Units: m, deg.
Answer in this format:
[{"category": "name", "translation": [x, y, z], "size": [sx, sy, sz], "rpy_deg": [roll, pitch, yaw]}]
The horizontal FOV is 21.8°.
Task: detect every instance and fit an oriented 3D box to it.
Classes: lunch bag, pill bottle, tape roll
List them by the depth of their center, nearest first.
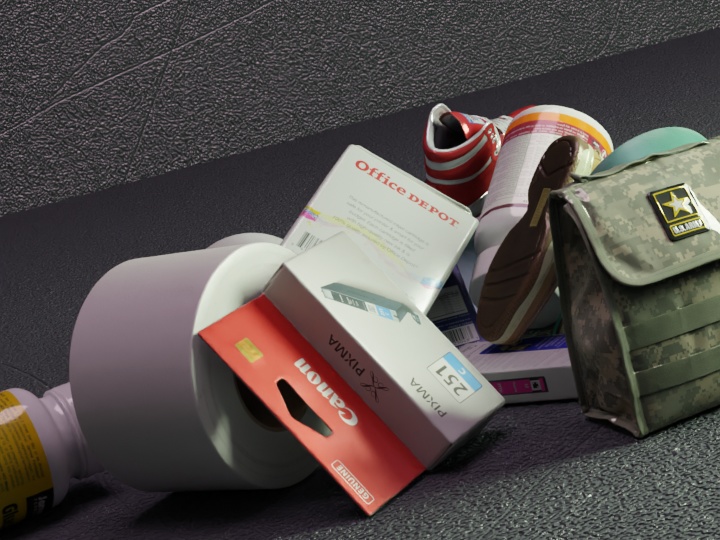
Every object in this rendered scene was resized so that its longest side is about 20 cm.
[{"category": "lunch bag", "translation": [0.244, 0.005, 1.461], "size": [0.164, 0.201, 0.118], "rpy_deg": [-18, 12, -18]}, {"category": "tape roll", "translation": [-0.124, 0.083, 1.558], "size": [0.139, 0.203, 0.203], "rpy_deg": [-7, 14, 37]}, {"category": "pill bottle", "translation": [-0.326, 0.170, 1.623], "size": [0.200, 0.113, 0.112], "rpy_deg": [-21, 13, -26]}, {"category": "pill bottle", "translation": [0.170, -0.051, 1.780], "size": [0.109, 0.110, 0.200], "rpy_deg": [-7, 49, 34]}]

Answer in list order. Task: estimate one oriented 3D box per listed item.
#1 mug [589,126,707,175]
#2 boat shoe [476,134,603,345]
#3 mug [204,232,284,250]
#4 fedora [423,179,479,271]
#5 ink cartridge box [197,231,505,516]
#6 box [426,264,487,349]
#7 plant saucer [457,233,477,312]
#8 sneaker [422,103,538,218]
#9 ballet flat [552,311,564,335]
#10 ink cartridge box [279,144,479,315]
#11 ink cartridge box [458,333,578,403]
[{"category": "mug", "translation": [0.280, -0.024, 1.609], "size": [0.152, 0.185, 0.114], "rpy_deg": [-49, 46, 15]}, {"category": "boat shoe", "translation": [0.174, -0.017, 1.664], "size": [0.072, 0.076, 0.200], "rpy_deg": [16, 78, 58]}, {"category": "mug", "translation": [-0.101, 0.070, 1.816], "size": [0.149, 0.187, 0.153], "rpy_deg": [12, 10, -14]}, {"category": "fedora", "translation": [0.132, -0.028, 1.964], "size": [0.200, 0.092, 0.201], "rpy_deg": [-9, 47, 10]}, {"category": "ink cartridge box", "translation": [-0.003, 0.076, 1.480], "size": [0.176, 0.200, 0.045], "rpy_deg": [-31, -16, -52]}, {"category": "box", "translation": [0.043, 0.033, 1.789], "size": [0.121, 0.032, 0.200], "rpy_deg": [-15, 40, -2]}, {"category": "plant saucer", "translation": [0.066, 0.028, 1.834], "size": [0.199, 0.027, 0.200], "rpy_deg": [-8, 38, 6]}, {"category": "sneaker", "translation": [0.132, -0.140, 1.913], "size": [0.071, 0.113, 0.200], "rpy_deg": [20, 47, 32]}, {"category": "ballet flat", "translation": [0.242, -0.010, 1.724], "size": [0.069, 0.069, 0.200], "rpy_deg": [2, 61, 55]}, {"category": "ink cartridge box", "translation": [0.000, 0.000, 1.707], "size": [0.200, 0.144, 0.085], "rpy_deg": [-57, -2, -40]}, {"category": "ink cartridge box", "translation": [0.156, 0.083, 1.613], "size": [0.200, 0.037, 0.095], "rpy_deg": [-10, 12, 35]}]
